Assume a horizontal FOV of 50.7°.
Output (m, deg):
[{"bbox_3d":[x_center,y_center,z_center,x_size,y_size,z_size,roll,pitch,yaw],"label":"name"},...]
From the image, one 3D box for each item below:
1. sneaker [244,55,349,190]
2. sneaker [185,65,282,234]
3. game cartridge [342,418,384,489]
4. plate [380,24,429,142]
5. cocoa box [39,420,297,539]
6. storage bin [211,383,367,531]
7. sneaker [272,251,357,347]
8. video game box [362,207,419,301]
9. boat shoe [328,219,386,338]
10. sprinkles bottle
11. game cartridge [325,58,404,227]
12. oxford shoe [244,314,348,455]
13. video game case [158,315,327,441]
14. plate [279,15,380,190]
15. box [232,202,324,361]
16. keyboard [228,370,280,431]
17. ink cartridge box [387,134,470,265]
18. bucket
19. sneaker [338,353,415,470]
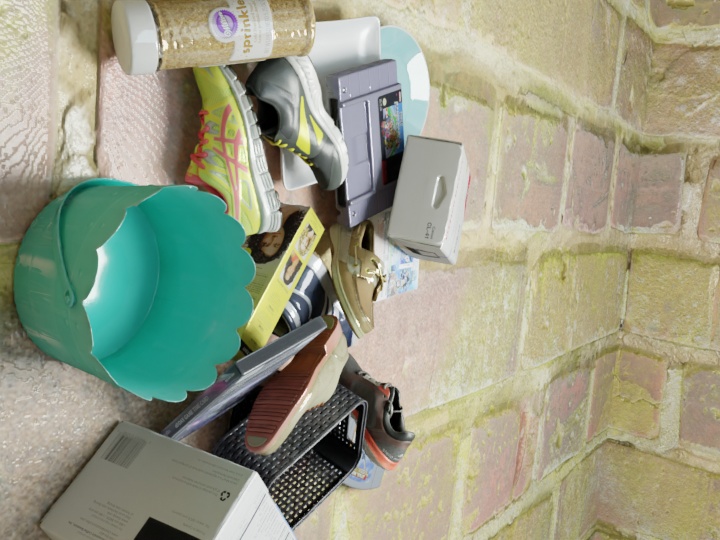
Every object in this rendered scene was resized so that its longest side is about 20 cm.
[{"bbox_3d":[-0.080,-0.169,0.902,0.084,0.074,0.202,-40,132,-19],"label":"sneaker"},{"bbox_3d":[-0.153,-0.129,0.824,0.089,0.078,0.204,-19,101,-15],"label":"sneaker"},{"bbox_3d":[-0.005,0.273,1.200,0.200,0.041,0.136,41,59,-53],"label":"game cartridge"},{"bbox_3d":[0.036,-0.259,1.129,0.198,0.025,0.205,-19,115,-47],"label":"plate"},{"bbox_3d":[-0.186,0.264,0.758,0.134,0.197,0.133,-55,140,-35],"label":"cocoa box"},{"bbox_3d":[-0.088,0.236,0.964,0.199,0.093,0.137,-36,142,-43],"label":"storage bin"},{"bbox_3d":[-0.071,0.069,1.017,0.109,0.069,0.201,-56,144,-26],"label":"sneaker"},{"bbox_3d":[0.035,-0.059,1.173,0.181,0.046,0.205,-12,108,-54],"label":"video game box"},{"bbox_3d":[0.000,0.000,1.008,0.075,0.065,0.202,62,13,-44],"label":"boat shoe"},{"bbox_3d":[-0.144,-0.240,0.759,0.197,0.068,0.070,-15,112,-28],"label":"sprinkles bottle"},{"bbox_3d":[0.012,-0.175,1.035,0.128,0.038,0.204,-26,122,-39],"label":"game cartridge"},{"bbox_3d":[-0.065,0.147,0.909,0.201,0.070,0.075,-55,130,-35],"label":"oxford shoe"},{"bbox_3d":[-0.137,0.128,0.839,0.019,0.199,0.142,54,37,7],"label":"video game case"},{"bbox_3d":[-0.045,-0.224,1.001,0.198,0.032,0.204,-23,118,-45],"label":"plate"},{"bbox_3d":[-0.121,0.011,0.921,0.203,0.074,0.050,-66,146,-25],"label":"box"},{"bbox_3d":[-0.097,0.187,1.030,0.199,0.039,0.107,13,87,-59],"label":"keyboard"},{"bbox_3d":[0.106,-0.097,1.109,0.200,0.084,0.151,29,72,-75],"label":"ink cartridge box"},{"bbox_3d":[-0.212,0.012,0.718,0.206,0.133,0.212,-22,116,-54],"label":"bucket"},{"bbox_3d":[0.023,0.183,1.085,0.082,0.201,0.076,-46,142,19],"label":"sneaker"}]
